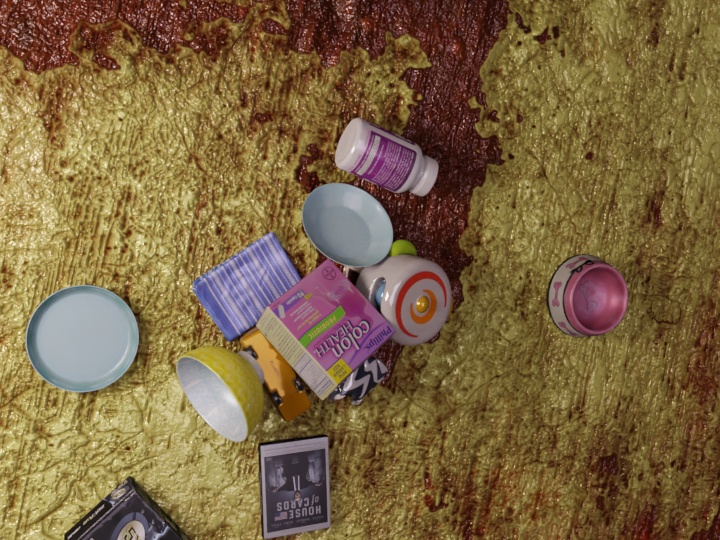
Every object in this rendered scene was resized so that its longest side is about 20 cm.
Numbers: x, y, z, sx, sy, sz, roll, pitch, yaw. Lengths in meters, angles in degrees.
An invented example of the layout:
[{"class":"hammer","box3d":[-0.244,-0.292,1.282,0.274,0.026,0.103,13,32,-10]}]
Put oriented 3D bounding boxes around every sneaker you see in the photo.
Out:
[{"class":"sneaker","box3d":[-0.047,0.203,1.620,0.199,0.079,0.130,45,70,-29]}]

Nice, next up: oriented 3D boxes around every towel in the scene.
[{"class":"towel","box3d":[-0.222,0.032,1.569,0.200,0.024,0.145,-35,107,-15]}]

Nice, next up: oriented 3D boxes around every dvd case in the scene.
[{"class":"dvd case","box3d":[-0.138,0.453,1.638,0.149,0.025,0.202,-4,95,-20]}]

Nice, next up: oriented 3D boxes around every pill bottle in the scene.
[{"class":"pill bottle","box3d":[0.057,-0.227,1.606,0.199,0.112,0.113,21,87,-21]}]

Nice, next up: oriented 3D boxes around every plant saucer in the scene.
[{"class":"plant saucer","box3d":[-0.520,0.126,1.461,0.199,0.027,0.202,-2,95,-22]},{"class":"plant saucer","box3d":[-0.031,-0.086,1.592,0.200,0.039,0.202,12,57,-20]}]

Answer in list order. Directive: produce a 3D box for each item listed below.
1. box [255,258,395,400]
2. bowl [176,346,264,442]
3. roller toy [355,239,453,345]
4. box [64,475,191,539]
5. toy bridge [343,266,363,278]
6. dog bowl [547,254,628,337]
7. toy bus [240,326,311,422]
[{"class":"box","box3d":[-0.068,0.113,1.517,0.200,0.097,0.176,48,57,5]},{"class":"bowl","box3d":[-0.250,0.217,1.500,0.108,0.200,0.201,-38,108,-35]},{"class":"roller toy","box3d":[0.093,0.059,1.610,0.182,0.139,0.201,-44,123,-20]},{"class":"box","box3d":[-0.438,0.531,1.496,0.164,0.086,0.200,-41,107,-14]},{"class":"toy bridge","box3d":[0.000,0.000,1.649,0.067,0.027,0.201,25,86,-19]},{"class":"dog bowl","box3d":[0.544,0.064,1.840,0.199,0.074,0.202,-2,96,-20]},{"class":"toy bus","box3d":[-0.173,0.205,1.573,0.065,0.078,0.201,-31,105,-15]}]
